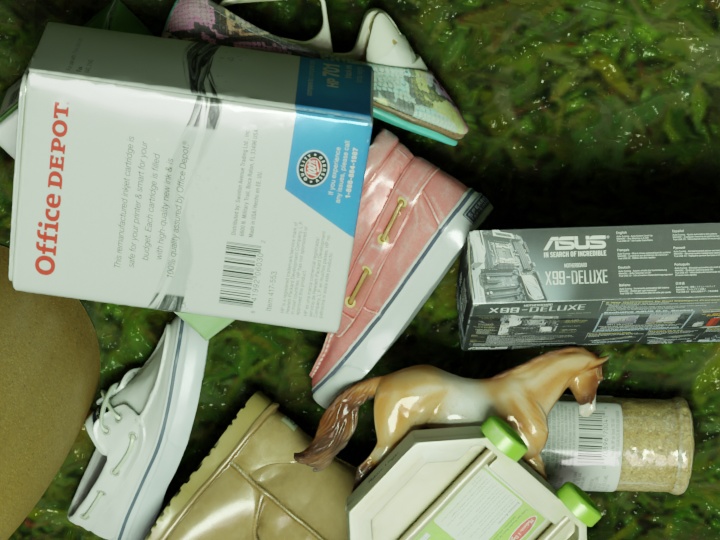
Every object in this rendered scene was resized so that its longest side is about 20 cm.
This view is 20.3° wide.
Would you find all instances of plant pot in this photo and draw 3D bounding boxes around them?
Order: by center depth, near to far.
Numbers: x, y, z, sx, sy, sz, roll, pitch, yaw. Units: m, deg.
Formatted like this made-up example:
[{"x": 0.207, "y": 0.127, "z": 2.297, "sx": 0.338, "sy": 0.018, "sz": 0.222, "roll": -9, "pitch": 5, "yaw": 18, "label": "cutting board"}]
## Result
[{"x": -0.269, "y": 0.106, "z": 1.288, "sx": 0.186, "sy": 0.200, "sz": 0.187, "roll": 0, "pitch": 119, "yaw": -1, "label": "plant pot"}]

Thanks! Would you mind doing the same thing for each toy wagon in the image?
[{"x": 0.083, "y": 0.192, "z": 1.295, "sx": 0.200, "sy": 0.040, "sz": 0.155, "roll": 41, "pitch": 99, "yaw": -16, "label": "toy wagon"}]

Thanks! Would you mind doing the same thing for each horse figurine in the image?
[{"x": 0.060, "y": 0.108, "z": 1.312, "sx": 0.199, "sy": 0.050, "sz": 0.133, "roll": 7, "pitch": 100, "yaw": -5, "label": "horse figurine"}]

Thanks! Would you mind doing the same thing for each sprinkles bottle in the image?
[{"x": 0.124, "y": 0.117, "z": 1.373, "sx": 0.199, "sy": 0.068, "sz": 0.068, "roll": 2, "pitch": 120, "yaw": -2, "label": "sprinkles bottle"}]

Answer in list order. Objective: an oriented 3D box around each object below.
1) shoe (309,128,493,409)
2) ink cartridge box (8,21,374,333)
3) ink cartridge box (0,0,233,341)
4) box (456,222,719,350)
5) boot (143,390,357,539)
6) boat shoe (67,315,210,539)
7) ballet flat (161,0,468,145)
[{"x": 0.000, "y": 0.000, "z": 1.311, "sx": 0.091, "sy": 0.071, "sz": 0.200, "roll": 38, "pitch": 126, "yaw": 4, "label": "shoe"}, {"x": -0.099, "y": -0.055, "z": 1.193, "sx": 0.199, "sy": 0.086, "sz": 0.147, "roll": 9, "pitch": 120, "yaw": -2, "label": "ink cartridge box"}, {"x": -0.127, "y": -0.061, "z": 1.274, "sx": 0.104, "sy": 0.059, "sz": 0.200, "roll": -36, "pitch": 114, "yaw": 19, "label": "ink cartridge box"}, {"x": 0.162, "y": 0.012, "z": 1.268, "sx": 0.199, "sy": 0.158, "sz": 0.050, "roll": -2, "pitch": 78, "yaw": 1, "label": "box"}, {"x": -0.039, "y": 0.204, "z": 1.361, "sx": 0.200, "sy": 0.066, "sz": 0.175, "roll": 38, "pitch": 98, "yaw": 7, "label": "boot"}, {"x": -0.153, "y": 0.109, "z": 1.362, "sx": 0.067, "sy": 0.074, "sz": 0.201, "roll": 14, "pitch": 119, "yaw": -9, "label": "boat shoe"}, {"x": -0.022, "y": -0.133, "z": 1.239, "sx": 0.199, "sy": 0.069, "sz": 0.071, "roll": 14, "pitch": 93, "yaw": -8, "label": "ballet flat"}]
